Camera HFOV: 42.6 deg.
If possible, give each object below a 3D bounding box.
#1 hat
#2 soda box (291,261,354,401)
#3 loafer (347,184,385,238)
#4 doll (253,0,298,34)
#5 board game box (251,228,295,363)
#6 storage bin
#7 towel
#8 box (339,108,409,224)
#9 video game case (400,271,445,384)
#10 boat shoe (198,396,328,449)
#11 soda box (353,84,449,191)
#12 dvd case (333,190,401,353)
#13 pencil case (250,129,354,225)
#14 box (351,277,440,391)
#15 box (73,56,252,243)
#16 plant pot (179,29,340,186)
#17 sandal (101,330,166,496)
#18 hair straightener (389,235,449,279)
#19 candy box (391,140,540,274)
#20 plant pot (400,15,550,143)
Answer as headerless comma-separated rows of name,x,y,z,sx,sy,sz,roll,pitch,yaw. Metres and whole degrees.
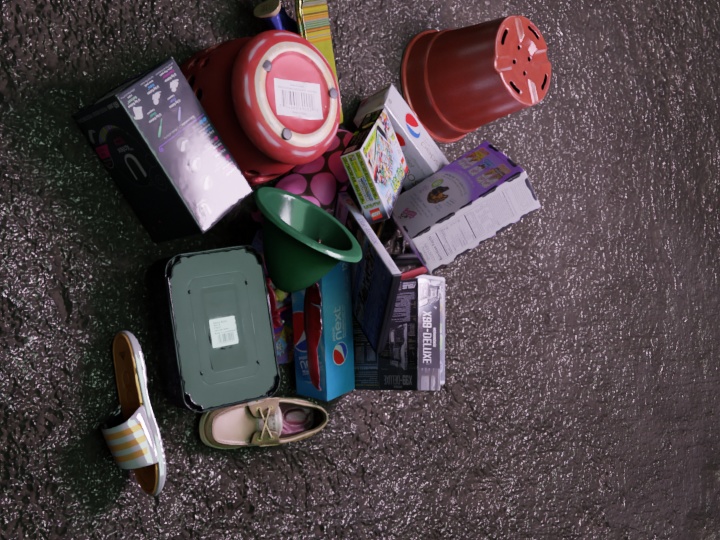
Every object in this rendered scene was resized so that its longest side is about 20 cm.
hat,-0.104,0.012,1.238,0.164,0.200,0.177,22,110,-27
soda box,-0.055,0.080,1.343,0.067,0.064,0.203,-16,107,-50
loafer,0.018,-0.092,1.462,0.072,0.072,0.202,28,67,-35
doll,-0.093,-0.332,1.379,0.200,0.048,0.138,48,29,-51
board game box,-0.107,0.036,1.355,0.158,0.039,0.202,36,63,-34
storage bin,-0.194,0.075,1.218,0.134,0.093,0.203,-9,90,-28
towel,-0.058,-0.312,1.373,0.086,0.018,0.203,-37,123,-56
box,0.024,-0.159,1.378,0.200,0.034,0.111,-67,137,-61
video game case,0.066,0.094,1.518,0.198,0.023,0.185,7,81,-42
boat shoe,-0.131,0.209,1.297,0.198,0.066,0.075,-4,88,-42
soda box,0.076,-0.202,1.521,0.200,0.068,0.064,49,37,-27
dvd case,0.000,0.000,1.326,0.017,0.201,0.144,-9,132,-23
pencil case,-0.075,-0.129,1.374,0.201,0.093,0.091,-54,144,-36
box,0.033,0.098,1.368,0.049,0.199,0.160,6,80,-41
box,-0.253,-0.150,1.190,0.106,0.121,0.201,-45,114,-36
plant pot,-0.139,-0.226,1.265,0.199,0.181,0.203,8,77,-41
sandal,-0.297,0.182,1.150,0.059,0.079,0.209,-9,83,-41
hair straightener,0.096,-0.030,1.533,0.199,0.041,0.078,-16,76,-44
candy box,0.155,-0.102,1.442,0.199,0.168,0.072,-31,116,2
plant pot,0.206,-0.336,1.577,0.199,0.194,0.204,6,82,-42
